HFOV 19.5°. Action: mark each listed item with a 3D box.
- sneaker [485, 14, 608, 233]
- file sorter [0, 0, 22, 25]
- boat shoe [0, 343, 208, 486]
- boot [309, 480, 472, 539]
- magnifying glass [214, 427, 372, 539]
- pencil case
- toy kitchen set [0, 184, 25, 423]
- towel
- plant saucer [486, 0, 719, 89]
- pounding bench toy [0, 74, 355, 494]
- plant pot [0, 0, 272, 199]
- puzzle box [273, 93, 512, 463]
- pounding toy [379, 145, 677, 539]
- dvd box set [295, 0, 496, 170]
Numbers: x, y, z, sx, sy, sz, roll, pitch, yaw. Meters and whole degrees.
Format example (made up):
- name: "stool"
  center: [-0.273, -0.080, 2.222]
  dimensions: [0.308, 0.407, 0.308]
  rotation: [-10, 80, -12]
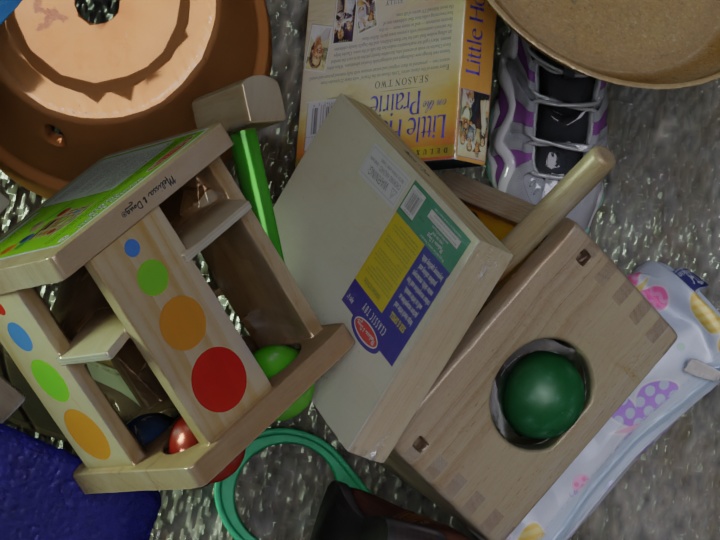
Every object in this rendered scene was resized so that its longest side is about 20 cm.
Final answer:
- name: "sneaker"
  center: [0.118, -0.116, 1.229]
  dimensions: [0.078, 0.140, 0.200]
  rotation: [0, 84, -3]
- name: "file sorter"
  center: [-0.287, -0.152, 1.105]
  dimensions: [0.139, 0.200, 0.123]
  rotation: [-47, 118, -1]
- name: "boat shoe"
  center: [-0.159, 0.059, 1.239]
  dimensions: [0.200, 0.072, 0.076]
  rotation: [25, 50, 7]
- name: "boot"
  center: [0.076, 0.178, 1.180]
  dimensions: [0.200, 0.188, 0.069]
  rotation: [20, 76, -16]
- name: "magnifying glass"
  center: [0.006, 0.158, 1.260]
  dimensions: [0.200, 0.022, 0.080]
  rotation: [25, 84, 0]
- name: "pencil case"
  center: [0.137, 0.088, 1.241]
  dimensions: [0.200, 0.083, 0.091]
  rotation: [-44, 63, -6]
- name: "toy kitchen set"
  center: [-0.281, 0.008, 1.192]
  dimensions: [0.200, 0.180, 0.163]
  rotation: [-45, 119, 1]
- name: "towel"
  center: [-0.209, 0.183, 1.142]
  dimensions: [0.148, 0.050, 0.200]
  rotation: [26, 87, -27]
- name: "plant saucer"
  center: [0.140, -0.179, 1.166]
  dimensions: [0.200, 0.035, 0.200]
  rotation: [7, 62, -14]
- name: "pounding bench toy"
  center: [-0.082, 0.008, 1.114]
  dimensions: [0.200, 0.124, 0.156]
  rotation: [-42, 109, -32]
- name: "plant pot"
  center: [-0.148, -0.141, 1.215]
  dimensions: [0.200, 0.140, 0.200]
  rotation: [0, 85, -5]
- name: "puzzle box"
  center: [0.000, 0.000, 1.143]
  dimensions: [0.025, 0.200, 0.133]
  rotation: [24, 106, -32]
- name: "pounding toy"
  center: [0.068, 0.027, 1.163]
  dimensions: [0.184, 0.200, 0.142]
  rotation: [-49, 117, -7]
- name: "dvd box set"
  center: [0.023, -0.157, 1.232]
  dimensions: [0.029, 0.146, 0.200]
  rotation: [9, 82, -39]
